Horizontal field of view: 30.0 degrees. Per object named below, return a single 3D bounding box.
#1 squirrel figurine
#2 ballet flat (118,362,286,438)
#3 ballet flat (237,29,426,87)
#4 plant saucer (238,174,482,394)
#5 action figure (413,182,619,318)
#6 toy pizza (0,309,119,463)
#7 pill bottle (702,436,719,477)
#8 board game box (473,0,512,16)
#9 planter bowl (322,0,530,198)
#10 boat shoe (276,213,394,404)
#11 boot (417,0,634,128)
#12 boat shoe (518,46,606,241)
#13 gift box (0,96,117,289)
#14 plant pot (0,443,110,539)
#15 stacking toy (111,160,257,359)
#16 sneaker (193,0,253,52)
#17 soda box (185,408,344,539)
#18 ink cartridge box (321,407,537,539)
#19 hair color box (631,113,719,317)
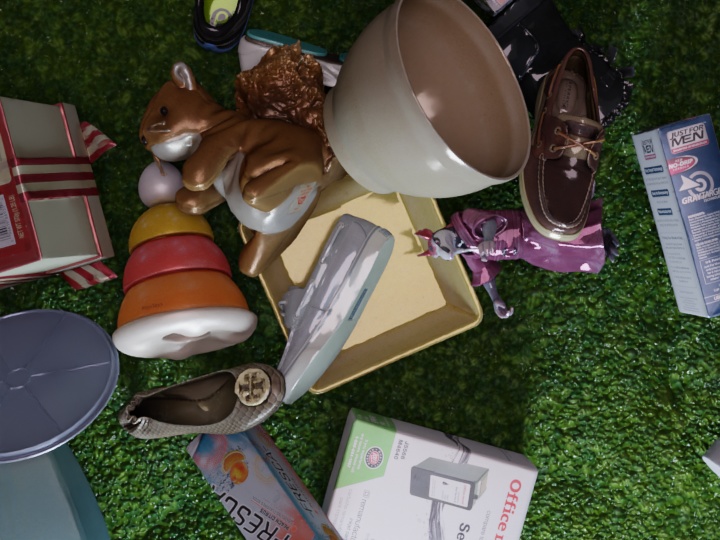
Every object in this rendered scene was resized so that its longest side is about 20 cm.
[{"bbox_3d":[-0.114,-0.134,1.337,0.187,0.142,0.200,39,69,19],"label":"squirrel figurine"},{"bbox_3d":[-0.165,0.132,1.351,0.200,0.046,0.067,-12,63,29],"label":"ballet flat"},{"bbox_3d":[-0.030,-0.200,1.395,0.200,0.069,0.070,12,91,0],"label":"ballet flat"},{"bbox_3d":[0.000,0.000,1.404,0.200,0.048,0.200,-23,92,-3],"label":"plant saucer"},{"bbox_3d":[0.153,-0.043,1.349,0.200,0.134,0.149,2,60,-4],"label":"action figure"},{"bbox_3d":[-0.337,0.117,1.338,0.200,0.200,0.032,-12,133,-3],"label":"toy pizza"},{"bbox_3d":[0.457,0.151,1.402,0.120,0.120,0.200,43,88,-4],"label":"pill bottle"},{"bbox_3d":[0.110,-0.363,1.384,0.200,0.062,0.200,-40,85,1],"label":"board game box"},{"bbox_3d":[0.051,-0.151,1.286,0.135,0.200,0.200,-27,94,35],"label":"planter bowl"},{"bbox_3d":[-0.041,0.035,1.352,0.071,0.070,0.201,31,92,17],"label":"boat shoe"},{"bbox_3d":[0.173,-0.185,1.402,0.198,0.073,0.162,-43,98,-1],"label":"boot"},{"bbox_3d":[0.200,-0.126,1.297,0.072,0.072,0.200,14,62,-4],"label":"boat shoe"},{"bbox_3d":[-0.342,-0.064,1.308,0.200,0.187,0.185,-10,91,12],"label":"gift box"},{"bbox_3d":[-0.330,0.266,1.349,0.141,0.141,0.200,-14,87,-3],"label":"plant pot"},{"bbox_3d":[-0.187,-0.018,1.367,0.146,0.146,0.200,-8,76,-3],"label":"stacking toy"},{"bbox_3d":[-0.126,-0.322,1.368,0.071,0.083,0.200,13,91,-4],"label":"sneaker"},{"bbox_3d":[-0.089,0.234,1.345,0.064,0.068,0.200,-45,60,8],"label":"soda box"},{"bbox_3d":[0.067,0.242,1.397,0.200,0.084,0.146,15,91,-4],"label":"ink cartridge box"},{"bbox_3d":[0.347,-0.057,1.398,0.060,0.100,0.200,-16,93,-4],"label":"hair color box"}]
